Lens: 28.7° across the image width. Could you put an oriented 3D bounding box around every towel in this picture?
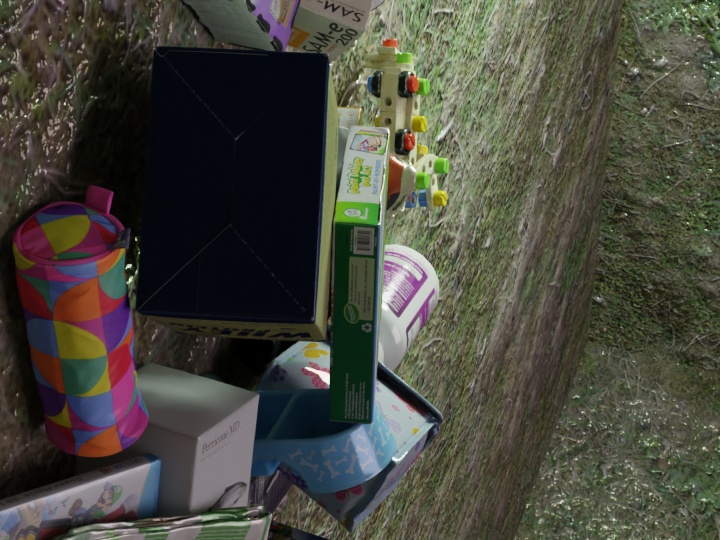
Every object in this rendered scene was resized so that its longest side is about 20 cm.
[{"bbox_3d":[-0.165,0.265,1.119,0.198,0.023,0.155,0,108,-42],"label":"towel"}]

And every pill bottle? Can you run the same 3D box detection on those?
[{"bbox_3d":[0.016,0.060,1.709,0.200,0.111,0.114,-52,150,-54],"label":"pill bottle"}]

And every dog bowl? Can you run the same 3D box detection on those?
[{"bbox_3d":[-0.067,0.154,1.303,0.112,0.197,0.050,-56,136,-57],"label":"dog bowl"}]

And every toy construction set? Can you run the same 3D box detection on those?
[{"bbox_3d":[0.049,-0.168,1.585,0.131,0.091,0.203,-3,82,-65],"label":"toy construction set"}]

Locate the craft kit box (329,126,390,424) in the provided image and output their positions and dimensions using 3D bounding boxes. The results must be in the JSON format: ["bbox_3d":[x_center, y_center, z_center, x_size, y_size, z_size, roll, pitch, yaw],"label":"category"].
[{"bbox_3d":[0.000,0.000,1.279,0.198,0.048,0.202,-78,171,-61],"label":"craft kit box"}]

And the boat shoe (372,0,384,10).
[{"bbox_3d":[0.026,-0.339,1.519,0.070,0.070,0.202,75,26,-53],"label":"boat shoe"}]

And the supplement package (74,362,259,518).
[{"bbox_3d":[-0.170,0.200,1.207,0.117,0.116,0.203,-31,132,-63],"label":"supplement package"}]

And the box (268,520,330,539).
[{"bbox_3d":[-0.125,0.334,1.419,0.200,0.135,0.038,-56,156,-49],"label":"box"}]

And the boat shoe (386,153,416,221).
[{"bbox_3d":[0.022,-0.081,1.445,0.200,0.062,0.072,95,-2,-82],"label":"boat shoe"}]

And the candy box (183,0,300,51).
[{"bbox_3d":[-0.096,-0.297,1.148,0.200,0.071,0.170,46,59,-71],"label":"candy box"}]

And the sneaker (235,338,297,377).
[{"bbox_3d":[-0.083,0.029,1.464,0.104,0.059,0.202,-19,125,-70],"label":"sneaker"}]

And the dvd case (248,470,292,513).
[{"bbox_3d":[-0.103,0.218,1.602,0.200,0.016,0.150,-52,151,-55],"label":"dvd case"}]

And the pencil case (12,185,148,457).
[{"bbox_3d":[-0.204,0.044,1.044,0.089,0.087,0.202,-55,155,-49],"label":"pencil case"}]

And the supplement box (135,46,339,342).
[{"bbox_3d":[-0.090,-0.052,1.116,0.200,0.132,0.203,78,16,-83],"label":"supplement box"}]

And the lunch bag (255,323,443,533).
[{"bbox_3d":[-0.013,0.148,1.458,0.128,0.169,0.200,-57,168,21],"label":"lunch bag"}]

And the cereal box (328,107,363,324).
[{"bbox_3d":[-0.024,-0.060,1.538,0.145,0.039,0.201,87,9,-46],"label":"cereal box"}]

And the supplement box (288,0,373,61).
[{"bbox_3d":[-0.015,-0.311,1.311,0.126,0.073,0.202,165,-58,-75],"label":"supplement box"}]

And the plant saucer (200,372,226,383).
[{"bbox_3d":[-0.162,0.203,1.391,0.200,0.027,0.203,14,90,-72],"label":"plant saucer"}]

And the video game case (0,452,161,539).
[{"bbox_3d":[-0.237,0.230,1.070,0.199,0.018,0.145,-13,116,-49],"label":"video game case"}]

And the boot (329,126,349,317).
[{"bbox_3d":[-0.083,-0.069,1.344,0.164,0.065,0.202,27,59,-34],"label":"boot"}]
